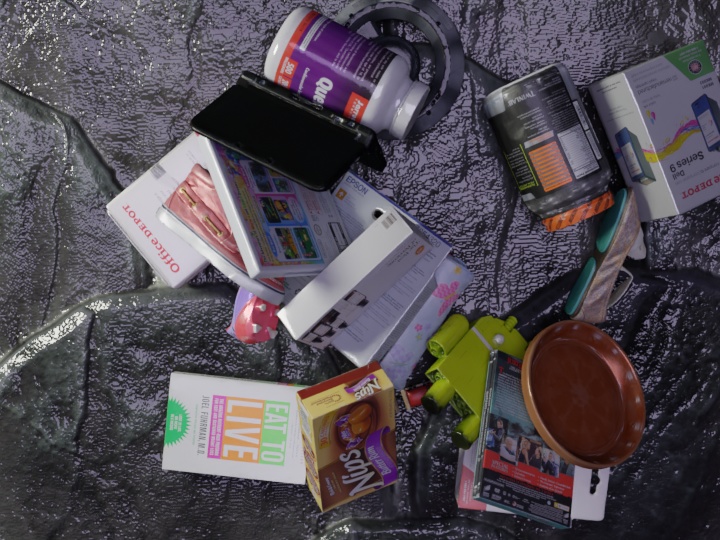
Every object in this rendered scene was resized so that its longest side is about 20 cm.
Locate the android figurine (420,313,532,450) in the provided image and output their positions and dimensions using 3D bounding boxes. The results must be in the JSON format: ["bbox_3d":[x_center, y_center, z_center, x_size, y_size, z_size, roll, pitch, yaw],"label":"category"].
[{"bbox_3d":[0.168,0.141,1.378,0.182,0.041,0.200,51,55,-3],"label":"android figurine"}]

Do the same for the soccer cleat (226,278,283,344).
[{"bbox_3d":[-0.127,0.000,1.374,0.067,0.076,0.201,25,74,-45],"label":"soccer cleat"}]

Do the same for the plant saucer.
[{"bbox_3d":[0.294,0.165,1.373,0.200,0.032,0.201,13,63,-27],"label":"plant saucer"}]

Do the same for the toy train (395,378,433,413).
[{"bbox_3d":[0.083,0.172,1.421,0.199,0.046,0.034,-17,93,0],"label":"toy train"}]

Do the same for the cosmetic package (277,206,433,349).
[{"bbox_3d":[-0.005,0.013,1.304,0.200,0.083,0.051,-43,67,9],"label":"cosmetic package"}]

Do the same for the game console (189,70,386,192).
[{"bbox_3d":[-0.086,-0.158,1.308,0.200,0.176,0.117,28,81,15],"label":"game console"}]

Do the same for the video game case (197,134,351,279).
[{"bbox_3d":[-0.101,-0.084,1.311,0.024,0.182,0.201,-36,69,37],"label":"video game case"}]

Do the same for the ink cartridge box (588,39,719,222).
[{"bbox_3d":[0.412,-0.182,1.366,0.145,0.087,0.201,-23,95,-21],"label":"ink cartridge box"}]

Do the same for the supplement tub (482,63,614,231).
[{"bbox_3d":[0.253,-0.161,1.366,0.122,0.123,0.201,-24,94,1],"label":"supplement tub"}]

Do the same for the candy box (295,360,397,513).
[{"bbox_3d":[-0.015,0.220,1.350,0.116,0.057,0.201,-19,133,-18],"label":"candy box"}]

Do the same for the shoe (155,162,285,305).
[{"bbox_3d":[-0.158,-0.048,1.302,0.200,0.071,0.091,38,93,10],"label":"shoe"}]

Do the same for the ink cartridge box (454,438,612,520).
[{"bbox_3d":[0.236,0.273,1.418,0.199,0.067,0.117,7,93,0],"label":"ink cartridge box"}]

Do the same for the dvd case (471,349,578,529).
[{"bbox_3d":[0.219,0.218,1.339,0.146,0.022,0.201,22,62,-21],"label":"dvd case"}]

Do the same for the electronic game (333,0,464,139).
[{"bbox_3d":[0.042,-0.278,1.397,0.199,0.042,0.201,1,96,7],"label":"electronic game"}]

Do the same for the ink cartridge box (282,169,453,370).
[{"bbox_3d":[0.000,0.000,1.372,0.196,0.043,0.200,39,93,27],"label":"ink cartridge box"}]

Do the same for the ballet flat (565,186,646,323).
[{"bbox_3d":[0.344,-0.016,1.395,0.067,0.068,0.201,18,113,-7],"label":"ballet flat"}]

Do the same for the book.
[{"bbox_3d":[-0.167,0.216,1.426,0.199,0.048,0.134,5,91,2],"label":"book"}]

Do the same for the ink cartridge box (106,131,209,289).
[{"bbox_3d":[-0.216,-0.093,1.385,0.200,0.083,0.147,-39,93,1],"label":"ink cartridge box"}]

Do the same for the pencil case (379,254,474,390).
[{"bbox_3d":[0.073,0.064,1.395,0.091,0.083,0.200,29,94,-46],"label":"pencil case"}]

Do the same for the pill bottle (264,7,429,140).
[{"bbox_3d":[-0.016,-0.248,1.329,0.199,0.112,0.113,28,93,4],"label":"pill bottle"}]
